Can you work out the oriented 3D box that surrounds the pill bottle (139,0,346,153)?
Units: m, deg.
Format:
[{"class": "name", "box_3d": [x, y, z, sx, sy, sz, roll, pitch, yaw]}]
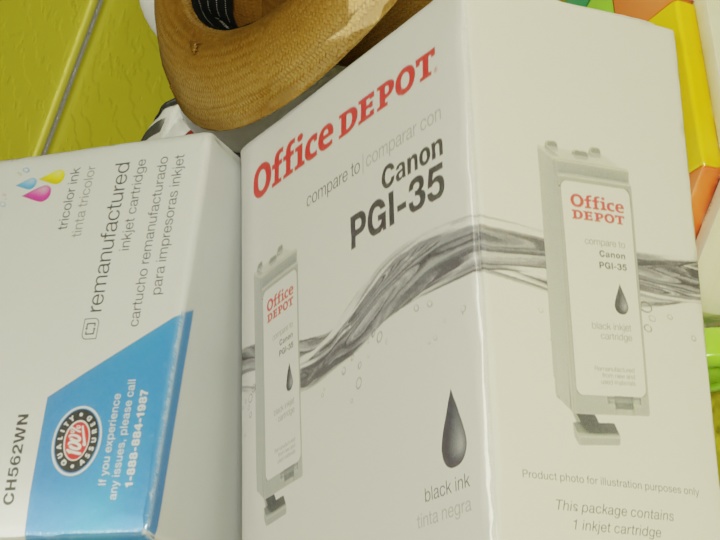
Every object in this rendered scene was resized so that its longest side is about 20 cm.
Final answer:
[{"class": "pill bottle", "box_3d": [-0.040, -0.154, 0.806, 0.112, 0.112, 0.200, -41, 48, 47]}]

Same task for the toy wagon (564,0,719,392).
[{"class": "toy wagon", "box_3d": [0.066, -0.016, 0.656, 0.200, 0.040, 0.155, -36, 51, 50]}]

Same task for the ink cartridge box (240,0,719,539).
[{"class": "ink cartridge box", "box_3d": [0.029, 0.035, 0.583, 0.146, 0.083, 0.200, -31, 56, 54]}]

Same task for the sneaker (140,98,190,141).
[{"class": "sneaker", "box_3d": [-0.068, -0.019, 0.849, 0.200, 0.076, 0.115, 28, 107, 61]}]

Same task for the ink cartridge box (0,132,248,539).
[{"class": "ink cartridge box", "box_3d": [-0.128, 0.043, 0.681, 0.200, 0.085, 0.145, -7, 62, 27]}]

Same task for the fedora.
[{"class": "fedora", "box_3d": [0.006, -0.129, 0.667, 0.201, 0.082, 0.201, -32, 49, 45]}]

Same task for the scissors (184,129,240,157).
[{"class": "scissors", "box_3d": [0.000, 0.000, 0.778, 0.200, 0.073, 0.014, 44, 111, 28]}]
